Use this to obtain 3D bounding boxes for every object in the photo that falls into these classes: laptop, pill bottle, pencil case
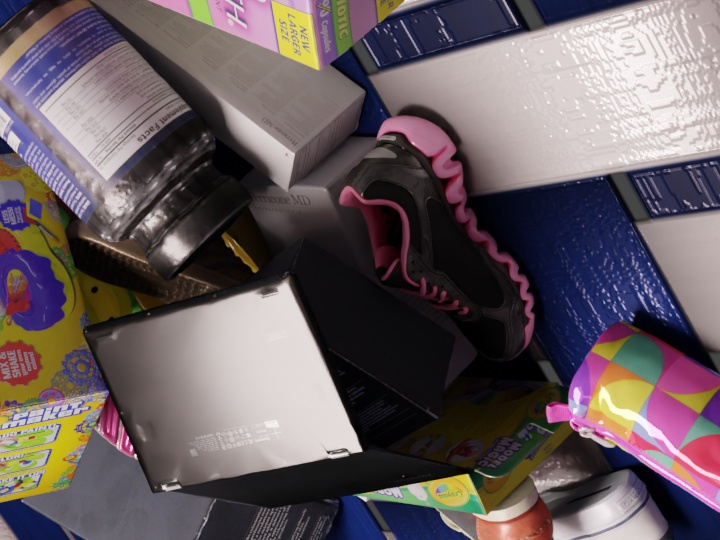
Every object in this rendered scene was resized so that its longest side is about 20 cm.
[{"bbox_3d":[-0.056,0.091,1.205,0.187,0.116,0.200,-15,103,33],"label":"laptop"},{"bbox_3d":[-0.174,-0.092,1.224,0.200,0.112,0.112,46,148,0],"label":"pill bottle"},{"bbox_3d":[0.229,0.114,1.161,0.200,0.088,0.089,28,144,25],"label":"pencil case"}]

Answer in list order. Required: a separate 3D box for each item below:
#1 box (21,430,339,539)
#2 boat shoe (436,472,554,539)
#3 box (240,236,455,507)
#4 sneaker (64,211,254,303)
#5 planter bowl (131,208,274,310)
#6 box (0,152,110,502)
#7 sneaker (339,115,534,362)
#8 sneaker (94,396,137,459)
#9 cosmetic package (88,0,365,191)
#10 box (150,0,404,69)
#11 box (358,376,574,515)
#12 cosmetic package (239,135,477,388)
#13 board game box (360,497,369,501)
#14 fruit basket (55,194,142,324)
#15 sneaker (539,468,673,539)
[{"bbox_3d":[-0.163,0.213,1.606,0.200,0.124,0.197,22,174,34],"label":"box"},{"bbox_3d":[0.094,0.175,1.349,0.063,0.071,0.200,64,168,-18],"label":"boat shoe"},{"bbox_3d":[-0.050,0.078,1.255,0.141,0.079,0.200,31,140,-22],"label":"box"},{"bbox_3d":[-0.119,-0.007,1.301,0.200,0.076,0.070,27,143,-10],"label":"sneaker"},{"bbox_3d":[-0.105,-0.008,1.414,0.200,0.083,0.201,29,143,25],"label":"planter bowl"},{"bbox_3d":[-0.284,0.050,1.298,0.193,0.122,0.200,123,133,-58],"label":"box"},{"bbox_3d":[0.049,-0.006,1.229,0.079,0.095,0.200,-6,123,50],"label":"sneaker"},{"bbox_3d":[-0.158,0.115,1.477,0.200,0.082,0.088,17,-173,-40],"label":"sneaker"},{"bbox_3d":[-0.100,-0.148,1.256,0.200,0.083,0.051,38,147,15],"label":"cosmetic package"},{"bbox_3d":[-0.081,-0.250,1.109,0.200,0.097,0.176,25,142,30],"label":"box"},{"bbox_3d":[0.071,0.128,1.326,0.200,0.117,0.048,-2,119,50],"label":"box"},{"bbox_3d":[0.000,0.000,1.313,0.101,0.071,0.200,6,129,47],"label":"cosmetic package"},{"bbox_3d":[-0.061,0.103,1.531,0.200,0.034,0.135,31,145,24],"label":"board game box"},{"bbox_3d":[-0.234,0.013,1.504,0.216,0.155,0.216,51,165,18],"label":"fruit basket"},{"bbox_3d":[0.162,0.213,1.355,0.071,0.073,0.200,53,147,-5],"label":"sneaker"}]
